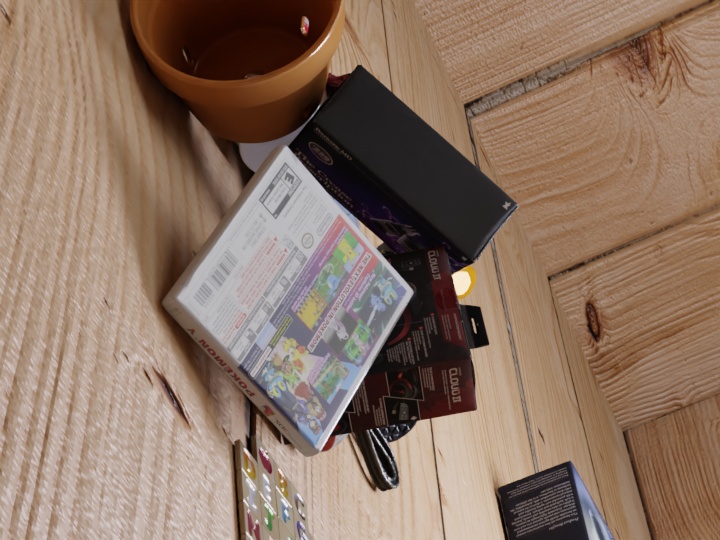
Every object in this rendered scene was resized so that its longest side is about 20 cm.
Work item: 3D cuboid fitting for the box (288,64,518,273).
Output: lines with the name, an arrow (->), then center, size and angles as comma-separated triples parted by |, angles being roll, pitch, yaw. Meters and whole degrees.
box -> 0.035, -0.088, 1.647 | 0.200, 0.079, 0.141 | 41, -19, -5

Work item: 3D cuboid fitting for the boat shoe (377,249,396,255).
boat shoe -> 0.000, 0.000, 1.713 | 0.200, 0.090, 0.072 | 30, 50, -53

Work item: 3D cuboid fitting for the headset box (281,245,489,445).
headset box -> 0.015, 0.064, 1.560 | 0.149, 0.198, 0.075 | -102, -179, -46

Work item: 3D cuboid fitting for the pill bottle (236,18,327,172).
pill bottle -> -0.092, -0.192, 1.796 | 0.201, 0.111, 0.113 | -101, 163, -46

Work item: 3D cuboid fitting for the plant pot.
plant pot -> -0.108, -0.214, 1.628 | 0.140, 0.198, 0.202 | 81, -6, -59

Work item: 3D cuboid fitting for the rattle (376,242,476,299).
rattle -> 0.092, 0.012, 1.898 | 0.200, 0.141, 0.131 | 123, -34, -62

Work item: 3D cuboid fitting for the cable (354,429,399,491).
cable -> 0.001, 0.128, 1.769 | 0.202, 0.050, 0.097 | 68, 14, 7

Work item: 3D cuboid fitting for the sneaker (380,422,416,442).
sneaker -> 0.017, 0.084, 1.873 | 0.083, 0.071, 0.202 | -177, -102, -66

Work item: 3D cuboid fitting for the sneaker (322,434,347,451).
sneaker -> -0.016, 0.117, 1.646 | 0.200, 0.077, 0.083 | -69, 147, -63

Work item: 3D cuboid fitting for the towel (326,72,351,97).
towel -> 0.039, -0.132, 1.818 | 0.200, 0.023, 0.144 | 46, -3, -14

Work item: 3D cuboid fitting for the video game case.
video game case -> -0.055, 0.023, 1.447 | 0.182, 0.023, 0.201 | 48, 48, -18

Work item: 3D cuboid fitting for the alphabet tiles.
alphabet tiles -> -0.059, 0.235, 1.404 | 0.201, 0.006, 0.167 | -99, 162, -49

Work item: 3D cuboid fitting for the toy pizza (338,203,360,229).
toy pizza -> -0.037, -0.052, 1.981 | 0.200, 0.031, 0.202 | -22, 90, -79

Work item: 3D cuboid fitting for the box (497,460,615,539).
box -> 0.291, 0.412, 2.389 | 0.199, 0.122, 0.201 | -97, 161, -48
